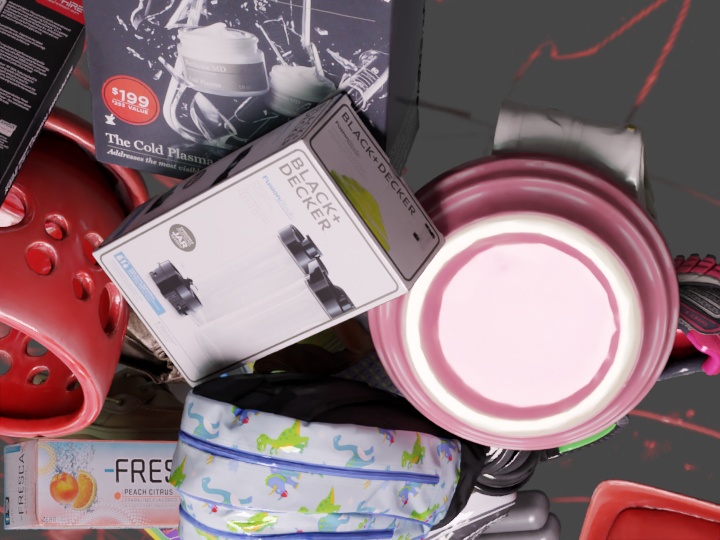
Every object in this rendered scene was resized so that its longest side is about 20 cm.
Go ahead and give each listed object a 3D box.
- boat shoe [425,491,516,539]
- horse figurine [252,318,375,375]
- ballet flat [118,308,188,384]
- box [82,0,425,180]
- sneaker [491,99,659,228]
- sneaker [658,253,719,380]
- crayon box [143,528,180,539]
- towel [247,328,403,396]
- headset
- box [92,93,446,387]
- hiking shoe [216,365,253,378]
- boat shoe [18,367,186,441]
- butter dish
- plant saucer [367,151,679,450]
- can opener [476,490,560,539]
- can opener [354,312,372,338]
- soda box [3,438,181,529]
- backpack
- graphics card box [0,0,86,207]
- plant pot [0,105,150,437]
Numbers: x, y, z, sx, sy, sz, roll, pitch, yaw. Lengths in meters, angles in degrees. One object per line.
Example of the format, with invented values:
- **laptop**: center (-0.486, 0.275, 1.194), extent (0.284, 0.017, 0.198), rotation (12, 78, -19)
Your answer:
- **boat shoe**: center (0.044, 0.227, 1.507), extent (0.200, 0.072, 0.068), rotation (-34, 80, 17)
- **horse figurine**: center (0.000, 0.000, 1.380), extent (0.132, 0.050, 0.201), rotation (27, 106, -11)
- **ballet flat**: center (-0.207, 0.043, 1.538), extent (0.199, 0.046, 0.068), rotation (22, 136, 0)
- **box**: center (-0.064, -0.147, 1.252), extent (0.199, 0.104, 0.183), rotation (12, 135, 10)
- **sneaker**: center (0.137, -0.011, 1.308), extent (0.115, 0.074, 0.201), rotation (8, 125, 6)
- **sneaker**: center (0.166, 0.040, 1.365), extent (0.199, 0.075, 0.081), rotation (-11, 128, 31)
- **crayon box**: center (-0.094, 0.217, 1.655), extent (0.118, 0.058, 0.200), rotation (-21, 122, 36)
- **towel**: center (0.025, 0.089, 1.467), extent (0.143, 0.023, 0.200), rotation (-38, 116, 11)
- **headset**: center (0.089, 0.106, 1.422), extent (0.199, 0.094, 0.124), rotation (-16, 160, 6)
- **box**: center (-0.060, -0.015, 1.244), extent (0.199, 0.060, 0.117), rotation (-24, 107, 38)
- **hiking shoe**: center (-0.045, 0.108, 1.532), extent (0.086, 0.074, 0.200), rotation (-5, 126, 46)
- **boat shoe**: center (-0.182, 0.107, 1.569), extent (0.199, 0.065, 0.071), rotation (0, 170, 24)
- **butter dish**: center (0.250, 0.280, 1.515), extent (0.199, 0.148, 0.200), rotation (15, 137, 7)
- **plant saucer**: center (0.102, 0.027, 1.261), extent (0.199, 0.051, 0.202), rotation (2, 112, 5)
- **can opener**: center (0.059, 0.214, 1.580), extent (0.199, 0.067, 0.053), rotation (-11, 129, 23)
- **can opener**: center (0.003, 0.024, 1.328), extent (0.200, 0.067, 0.053), rotation (44, 152, -6)
- **soda box**: center (-0.161, 0.159, 1.478), extent (0.199, 0.064, 0.068), rotation (5, 169, -33)
- **backpack**: center (-0.037, 0.127, 1.302), extent (0.162, 0.155, 0.200), rotation (18, 170, 28)
- **graphics card box**: center (-0.267, -0.114, 1.296), extent (0.125, 0.201, 0.051), rotation (23, 150, -3)
- **plant pot**: center (-0.249, -0.006, 1.394), extent (0.199, 0.183, 0.201), rotation (11, 147, 8)
